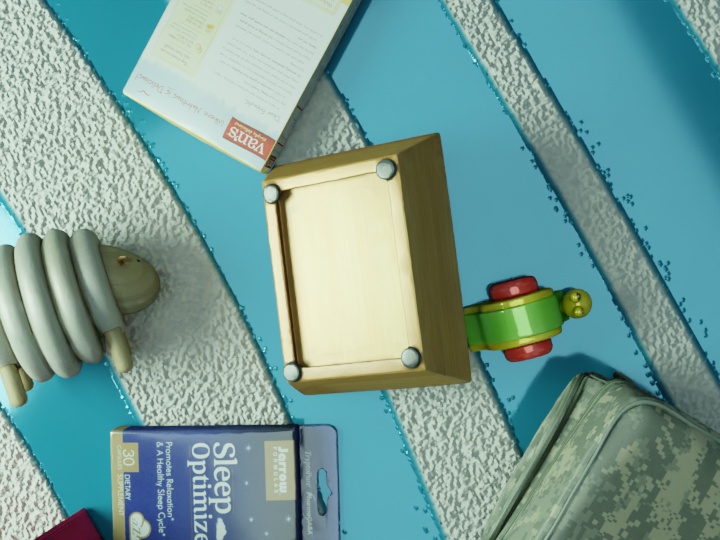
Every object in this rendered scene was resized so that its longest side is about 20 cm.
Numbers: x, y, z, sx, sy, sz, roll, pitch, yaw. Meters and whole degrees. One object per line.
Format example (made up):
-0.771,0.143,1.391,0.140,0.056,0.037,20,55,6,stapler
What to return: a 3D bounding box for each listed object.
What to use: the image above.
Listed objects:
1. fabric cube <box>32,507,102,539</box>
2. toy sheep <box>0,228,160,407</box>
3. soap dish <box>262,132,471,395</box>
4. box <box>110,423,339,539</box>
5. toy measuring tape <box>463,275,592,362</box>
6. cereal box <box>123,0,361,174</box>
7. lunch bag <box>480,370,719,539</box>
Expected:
-0.283,0.348,0.805,0.199,0.196,0.200,-33,88,5,fabric cube
-0.266,0.034,0.837,0.198,0.138,0.139,-18,89,-13,toy sheep
0.000,0.000,0.812,0.156,0.081,0.202,-8,90,27,soap dish
-0.118,0.197,0.872,0.198,0.032,0.123,-2,90,4,box
0.097,0.050,0.832,0.198,0.074,0.074,-14,89,5,toy measuring tape
-0.096,-0.205,0.863,0.143,0.040,0.201,30,93,5,cereal box
0.183,0.184,0.777,0.139,0.168,0.201,30,92,-8,lunch bag
